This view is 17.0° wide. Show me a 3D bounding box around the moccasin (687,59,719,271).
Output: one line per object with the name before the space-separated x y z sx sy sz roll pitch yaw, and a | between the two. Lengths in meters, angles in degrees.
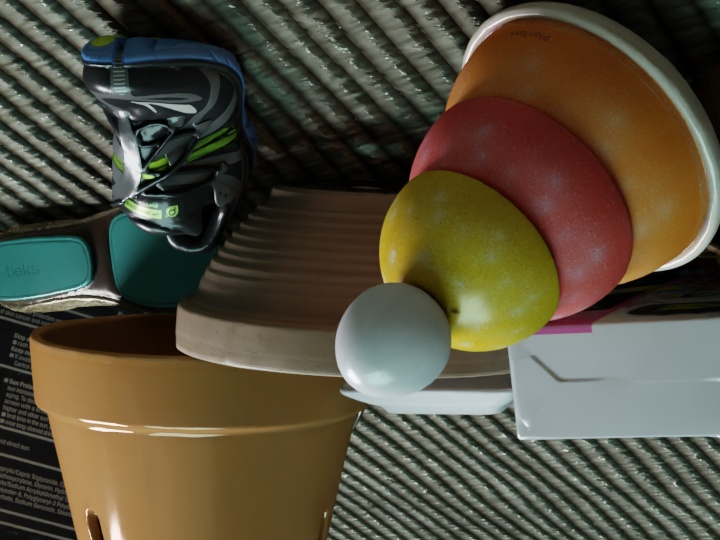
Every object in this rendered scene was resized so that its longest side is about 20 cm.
moccasin | 0.182 -0.035 1.176 0.073 0.078 0.201 9 163 -3

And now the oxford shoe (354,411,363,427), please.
oxford shoe | -0.029 0.077 1.615 0.072 0.085 0.200 9 163 -2

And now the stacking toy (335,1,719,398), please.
stacking toy | 0.055 -0.013 1.074 0.146 0.200 0.146 31 145 25

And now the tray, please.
tray | 0.074 0.048 1.391 0.107 0.022 0.200 0 -166 24

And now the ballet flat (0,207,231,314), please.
ballet flat | -0.142 -0.009 1.480 0.200 0.071 0.065 2 -173 32

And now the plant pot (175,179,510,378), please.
plant pot | 0.000 0.000 1.305 0.200 0.093 0.201 2 -175 0

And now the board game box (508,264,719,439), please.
board game box | 0.188 0.034 1.255 0.147 0.064 0.200 -3 -171 33

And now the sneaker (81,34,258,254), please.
sneaker | -0.095 -0.063 1.235 0.071 0.083 0.200 6 161 11

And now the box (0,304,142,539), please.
box | -0.253 0.088 1.583 0.200 0.199 0.123 18 162 -22

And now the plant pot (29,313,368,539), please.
plant pot | -0.091 0.104 1.400 0.199 0.141 0.200 0 -173 0
